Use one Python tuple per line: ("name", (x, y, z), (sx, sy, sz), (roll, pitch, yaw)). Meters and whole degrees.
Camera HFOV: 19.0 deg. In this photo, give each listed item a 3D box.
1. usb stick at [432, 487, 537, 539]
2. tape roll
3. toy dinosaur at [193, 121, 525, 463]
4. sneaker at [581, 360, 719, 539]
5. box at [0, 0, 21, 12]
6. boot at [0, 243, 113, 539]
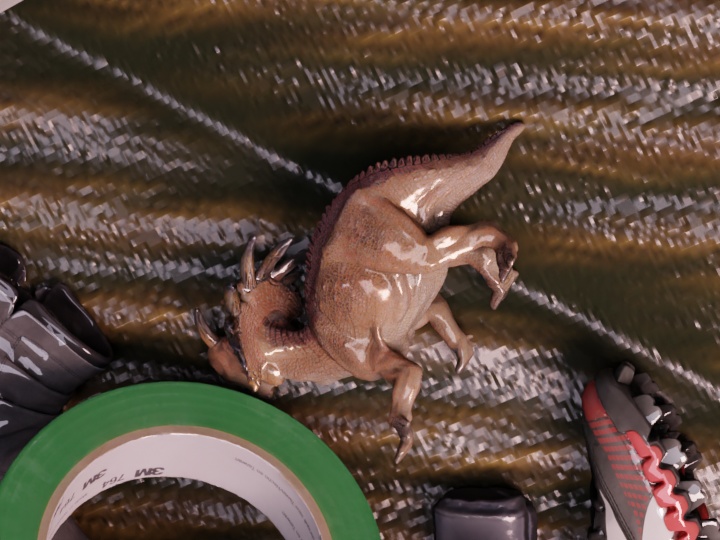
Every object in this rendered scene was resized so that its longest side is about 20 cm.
("usb stick", (0.068, 0.210, 1.141), (0.055, 0.033, 0.202), (0, 107, 8))
("tape roll", (-0.088, 0.153, 1.057), (0.199, 0.201, 0.048), (26, 143, 2))
("toy dinosaur", (0.000, 0.000, 1.068), (0.135, 0.086, 0.201), (31, 104, 7))
("sneaker", (0.140, 0.147, 1.088), (0.097, 0.071, 0.202), (-19, 104, 13))
("box", (-0.296, -0.178, 1.040), (0.198, 0.131, 0.201), (-21, 102, 15))
("boot", (-0.172, 0.087, 1.133), (0.200, 0.070, 0.132), (43, 104, -9))
